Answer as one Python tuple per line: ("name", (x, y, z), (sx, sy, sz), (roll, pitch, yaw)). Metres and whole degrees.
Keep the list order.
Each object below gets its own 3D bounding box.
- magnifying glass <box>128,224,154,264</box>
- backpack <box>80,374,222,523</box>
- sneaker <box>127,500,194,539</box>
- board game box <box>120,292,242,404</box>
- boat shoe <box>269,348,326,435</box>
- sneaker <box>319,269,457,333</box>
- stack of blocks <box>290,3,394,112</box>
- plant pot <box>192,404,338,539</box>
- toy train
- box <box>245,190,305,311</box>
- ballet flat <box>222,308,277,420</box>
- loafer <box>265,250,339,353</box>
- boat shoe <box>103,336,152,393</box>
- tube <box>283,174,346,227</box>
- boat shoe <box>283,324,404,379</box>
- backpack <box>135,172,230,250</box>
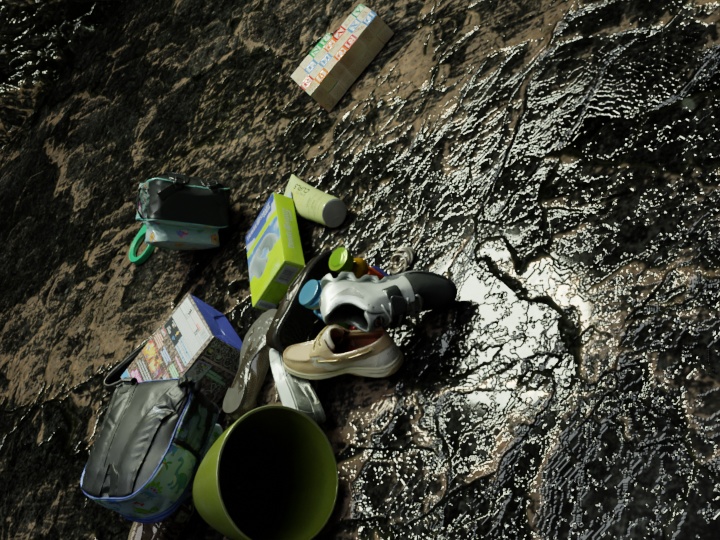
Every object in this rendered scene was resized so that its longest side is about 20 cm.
("magnifying glass", (-0.468, -0.105, 2.020), (0.079, 0.022, 0.203), (-7, 59, 44))
("backpack", (-0.315, 0.283, 1.382), (0.181, 0.147, 0.202), (-6, 48, 35))
("sneaker", (-0.309, 0.395, 1.430), (0.075, 0.070, 0.202), (-9, 56, 41))
("board game box", (-0.307, 0.172, 1.575), (0.201, 0.097, 0.160), (-50, 38, 5))
("boat shoe", (-0.096, 0.180, 1.381), (0.063, 0.071, 0.201), (-18, 31, -7))
("sneaker", (0.039, 0.053, 1.267), (0.197, 0.075, 0.089), (-3, 43, 7))
("stack of blocks", (-0.037, -0.424, 1.774), (0.200, 0.058, 0.115), (-49, 38, 7))
("plant pot", (-0.159, 0.303, 1.275), (0.199, 0.186, 0.189), (-29, 41, 53))
("toy train", (0.000, 0.000, 1.366), (0.201, 0.115, 0.085), (-54, 38, 0))
("box", (-0.154, -0.041, 1.593), (0.122, 0.047, 0.202), (-53, 34, 33))
("ballet flat", (-0.172, 0.157, 1.494), (0.067, 0.046, 0.202), (-8, 52, 39))
("loafer", (-0.097, 0.047, 1.444), (0.071, 0.073, 0.201), (-9, 38, 47))
("boat shoe", (-0.410, 0.170, 1.717), (0.200, 0.057, 0.067), (-44, 39, 13))
("tube", (-0.095, -0.121, 1.616), (0.058, 0.052, 0.199), (-32, 28, -19))
("boat shoe", (-0.033, 0.113, 1.320), (0.197, 0.070, 0.074), (-5, 32, 27))
("backpack", (-0.360, -0.118, 1.790), (0.200, 0.173, 0.156), (-156, 69, -63))
